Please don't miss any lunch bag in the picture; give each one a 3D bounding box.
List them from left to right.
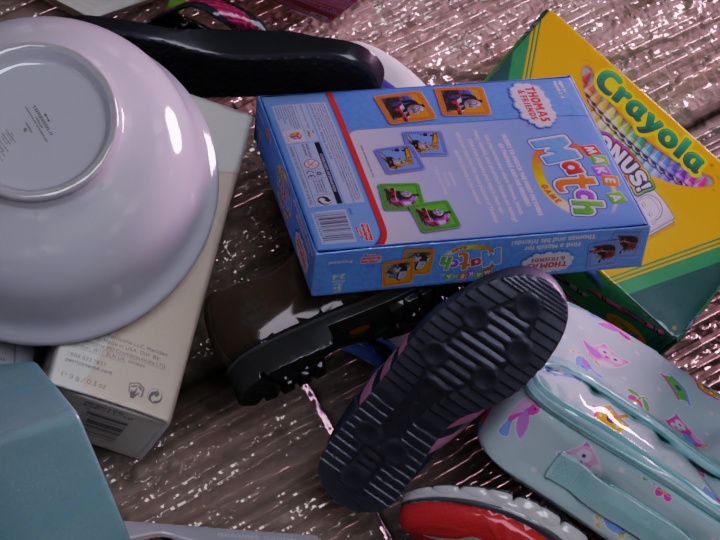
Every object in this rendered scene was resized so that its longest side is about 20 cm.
[{"bbox_3d":[0.167,0.108,1.546,0.199,0.161,0.077,32,110,-7],"label":"lunch bag"}]

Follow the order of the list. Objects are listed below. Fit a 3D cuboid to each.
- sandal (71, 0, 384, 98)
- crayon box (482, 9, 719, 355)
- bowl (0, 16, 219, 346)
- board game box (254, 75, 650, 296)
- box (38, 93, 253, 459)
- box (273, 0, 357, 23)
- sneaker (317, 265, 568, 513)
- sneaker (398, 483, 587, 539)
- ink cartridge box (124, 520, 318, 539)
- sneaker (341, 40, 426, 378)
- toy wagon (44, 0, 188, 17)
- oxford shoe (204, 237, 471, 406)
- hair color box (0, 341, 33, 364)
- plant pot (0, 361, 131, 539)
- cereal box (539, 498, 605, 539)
[{"bbox_3d":[-0.081,-0.138,1.582,0.198,0.075,0.045,5,68,9],"label":"sandal"},{"bbox_3d":[0.152,-0.054,1.651,0.200,0.058,0.119,41,66,0],"label":"crayon box"},{"bbox_3d":[-0.180,-0.067,1.452,0.199,0.091,0.203,1,67,-2],"label":"bowl"},{"bbox_3d":[0.051,-0.053,1.508,0.198,0.037,0.152,-5,40,-14],"label":"board game box"},{"bbox_3d":[-0.132,-0.002,1.532,0.077,0.095,0.201,18,69,-10],"label":"box"},{"bbox_3d":[-0.083,-0.235,1.555,0.199,0.103,0.095,21,83,-10],"label":"box"},{"bbox_3d":[0.050,0.055,1.505,0.070,0.200,0.082,43,30,-7],"label":"sneaker"},{"bbox_3d":[0.106,0.192,1.506,0.199,0.077,0.085,29,71,-1],"label":"sneaker"},{"bbox_3d":[-0.105,0.204,1.462,0.198,0.176,0.045,6,112,-14],"label":"ink cartridge box"},{"bbox_3d":[0.003,-0.028,1.586,0.146,0.081,0.201,-35,90,-28],"label":"sneaker"},{"bbox_3d":[-0.151,-0.258,1.614,0.154,0.040,0.201,26,81,-10],"label":"toy wagon"},{"bbox_3d":[0.000,0.000,1.507,0.199,0.073,0.085,-22,70,-23],"label":"oxford shoe"},{"bbox_3d":[-0.242,0.033,1.504,0.098,0.061,0.202,4,72,-15],"label":"hair color box"},{"bbox_3d":[-0.235,0.141,1.382,0.199,0.141,0.142,-26,115,-13],"label":"plant pot"},{"bbox_3d":[0.104,0.234,1.550,0.199,0.040,0.144,-35,82,-24],"label":"cereal box"}]
